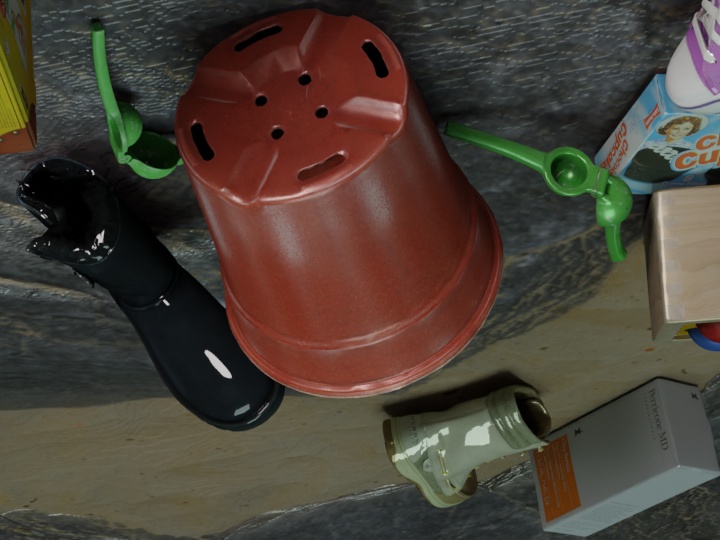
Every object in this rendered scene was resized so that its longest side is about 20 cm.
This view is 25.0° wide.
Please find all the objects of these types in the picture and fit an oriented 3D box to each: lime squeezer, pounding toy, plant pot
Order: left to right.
[{"bbox_3d":[-0.138,-0.095,1.079,0.070,0.038,0.200,-21,150,23],"label":"lime squeezer"},{"bbox_3d":[-0.021,-0.052,1.051,0.200,0.201,0.195,-13,145,7],"label":"plant pot"},{"bbox_3d":[0.152,-0.063,1.178,0.200,0.038,0.071,32,170,-33],"label":"lime squeezer"},{"bbox_3d":[0.326,0.012,1.241,0.199,0.143,0.184,-4,172,7],"label":"pounding toy"}]

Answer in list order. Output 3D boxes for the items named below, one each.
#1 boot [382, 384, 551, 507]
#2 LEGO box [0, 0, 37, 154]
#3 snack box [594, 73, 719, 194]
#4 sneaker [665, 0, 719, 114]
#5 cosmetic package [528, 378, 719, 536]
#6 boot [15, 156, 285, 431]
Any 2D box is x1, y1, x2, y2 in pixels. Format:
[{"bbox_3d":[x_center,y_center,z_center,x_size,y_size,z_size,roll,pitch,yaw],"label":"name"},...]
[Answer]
[{"bbox_3d":[0.126,0.180,1.672,0.154,0.072,0.200,-20,151,16],"label":"boot"},{"bbox_3d":[-0.216,-0.167,0.788,0.077,0.149,0.200,-7,153,-3],"label":"LEGO box"},{"bbox_3d":[0.288,-0.098,1.204,0.199,0.037,0.116,0,153,-17],"label":"snack box"},{"bbox_3d":[0.231,-0.182,0.997,0.114,0.073,0.201,13,136,-31],"label":"sneaker"},{"bbox_3d":[0.276,0.202,1.723,0.071,0.102,0.200,14,144,-37],"label":"cosmetic package"},{"bbox_3d":[-0.151,0.018,1.141,0.076,0.200,0.168,-42,152,-1],"label":"boot"}]
